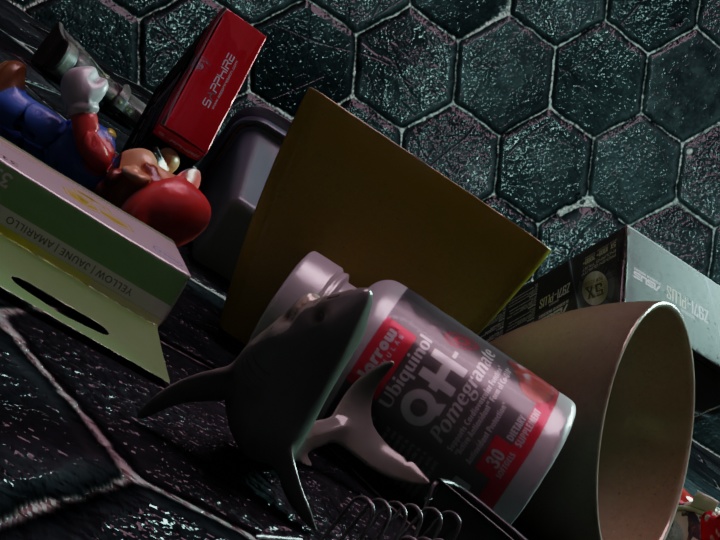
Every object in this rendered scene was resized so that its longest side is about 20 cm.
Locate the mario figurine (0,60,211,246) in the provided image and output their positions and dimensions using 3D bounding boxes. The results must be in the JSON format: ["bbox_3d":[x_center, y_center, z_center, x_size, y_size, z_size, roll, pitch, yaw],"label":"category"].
[{"bbox_3d":[-0.202,-0.094,0.999,0.199,0.107,0.123,32,3,4],"label":"mario figurine"}]

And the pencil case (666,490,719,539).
[{"bbox_3d":[0.314,0.251,1.104,0.078,0.090,0.200,35,4,30],"label":"pencil case"}]

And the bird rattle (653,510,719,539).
[{"bbox_3d":[0.286,0.266,0.891,0.199,0.113,0.163,33,-17,26],"label":"bird rattle"}]

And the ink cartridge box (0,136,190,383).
[{"bbox_3d":[-0.173,-0.014,0.757,0.145,0.048,0.200,33,3,-20],"label":"ink cartridge box"}]

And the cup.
[{"bbox_3d":[0.152,0.115,0.941,0.142,0.203,0.200,8,-10,33],"label":"cup"}]

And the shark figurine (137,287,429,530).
[{"bbox_3d":[-0.029,0.091,0.644,0.090,0.127,0.215,62,-3,22],"label":"shark figurine"}]

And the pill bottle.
[{"bbox_3d":[0.029,0.077,0.802,0.199,0.111,0.111,34,5,5],"label":"pill bottle"}]

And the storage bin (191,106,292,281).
[{"bbox_3d":[-0.070,-0.029,1.168,0.199,0.146,0.135,33,32,-15],"label":"storage bin"}]

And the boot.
[{"bbox_3d":[-0.392,-0.277,1.848,0.174,0.069,0.200,37,6,-32],"label":"boot"}]

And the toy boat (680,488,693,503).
[{"bbox_3d":[0.381,0.240,1.253,0.198,0.132,0.130,16,-3,19],"label":"toy boat"}]

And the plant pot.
[{"bbox_3d":[0.000,0.000,0.938,0.199,0.177,0.200,34,2,-2],"label":"plant pot"}]

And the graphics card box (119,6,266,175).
[{"bbox_3d":[-0.159,-0.135,1.097,0.051,0.127,0.200,31,-24,-17],"label":"graphics card box"}]

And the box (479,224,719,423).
[{"bbox_3d":[0.215,0.071,1.079,0.163,0.087,0.199,30,-39,-23],"label":"box"}]

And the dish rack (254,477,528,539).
[{"bbox_3d":[0.046,0.151,0.531,0.153,0.055,0.200,36,5,30],"label":"dish rack"}]
